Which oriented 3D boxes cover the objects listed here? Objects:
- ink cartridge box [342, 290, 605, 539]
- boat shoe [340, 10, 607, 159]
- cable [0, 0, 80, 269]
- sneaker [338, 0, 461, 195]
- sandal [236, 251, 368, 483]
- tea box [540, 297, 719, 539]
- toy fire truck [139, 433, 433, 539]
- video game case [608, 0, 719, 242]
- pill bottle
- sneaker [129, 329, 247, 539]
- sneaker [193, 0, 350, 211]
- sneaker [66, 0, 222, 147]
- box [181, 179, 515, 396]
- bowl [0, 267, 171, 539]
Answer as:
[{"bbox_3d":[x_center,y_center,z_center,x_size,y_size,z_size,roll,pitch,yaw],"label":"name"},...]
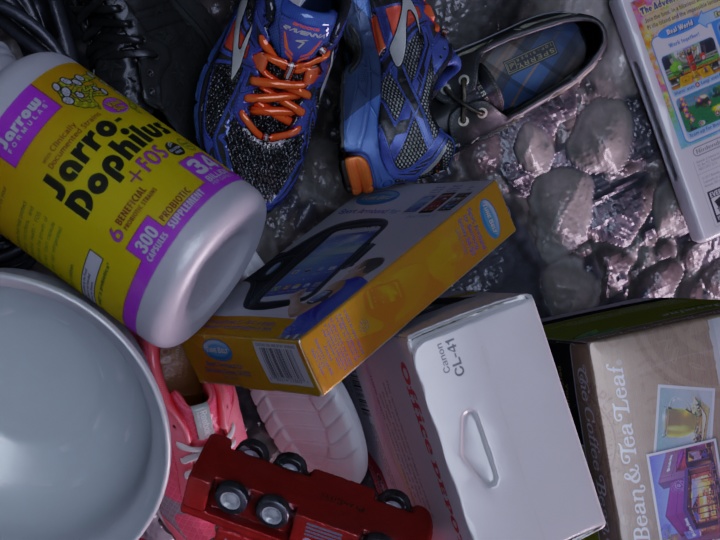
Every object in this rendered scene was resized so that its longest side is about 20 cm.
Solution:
[{"bbox_3d":[0.056,0.092,0.966,0.085,0.200,0.149,-21,96,-16],"label":"ink cartridge box"},{"bbox_3d":[0.076,-0.120,1.046,0.199,0.057,0.069,-31,98,-14],"label":"boat shoe"},{"bbox_3d":[-0.243,-0.093,0.956,0.161,0.051,0.203,-15,95,-16],"label":"cable"},{"bbox_3d":[0.025,-0.143,1.003,0.077,0.075,0.203,1,76,-1],"label":"sneaker"},{"bbox_3d":[-0.044,0.047,1.008,0.050,0.082,0.204,-36,101,-40],"label":"sandal"},{"bbox_3d":[0.176,0.128,1.004,0.132,0.197,0.203,-10,94,-16],"label":"tea box"},{"bbox_3d":[-0.065,0.174,0.946,0.198,0.049,0.142,19,123,4],"label":"toy fire truck"},{"bbox_3d":[0.293,-0.142,1.128,0.198,0.024,0.184,-23,96,-14],"label":"video game case"},{"bbox_3d":[-0.157,-0.052,0.885,0.199,0.104,0.105,34,81,11],"label":"pill bottle"},{"bbox_3d":[-0.105,0.103,0.978,0.073,0.087,0.203,-20,96,-14],"label":"sneaker"},{"bbox_3d":[-0.047,-0.132,0.918,0.074,0.078,0.203,10,93,-17],"label":"sneaker"},{"bbox_3d":[-0.137,-0.131,0.947,0.200,0.059,0.105,43,50,-45],"label":"sneaker"},{"bbox_3d":[0.000,0.000,0.931,0.200,0.118,0.042,-41,115,-33],"label":"box"},{"bbox_3d":[-0.202,0.079,0.930,0.198,0.091,0.204,1,110,4],"label":"bowl"}]
